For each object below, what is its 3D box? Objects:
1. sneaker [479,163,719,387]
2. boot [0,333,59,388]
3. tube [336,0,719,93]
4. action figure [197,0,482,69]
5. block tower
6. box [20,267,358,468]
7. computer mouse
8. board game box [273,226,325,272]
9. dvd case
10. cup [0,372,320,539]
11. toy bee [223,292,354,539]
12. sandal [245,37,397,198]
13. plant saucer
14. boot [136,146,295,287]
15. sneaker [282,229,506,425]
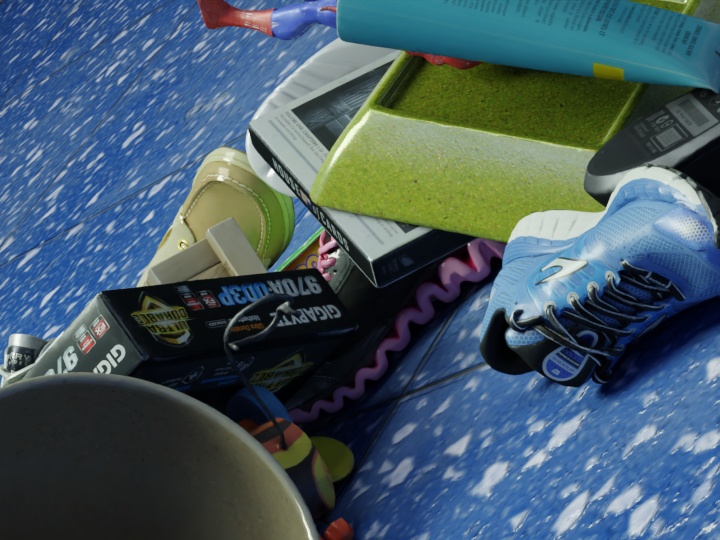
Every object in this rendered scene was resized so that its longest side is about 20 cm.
[{"bbox_3d":[0.120,0.014,1.252,0.200,0.078,0.089,-26,33,62],"label":"sneaker"},{"bbox_3d":[-0.194,0.083,1.481,0.073,0.096,0.200,0,8,28],"label":"boot"},{"bbox_3d":[0.089,-0.124,1.344,0.199,0.051,0.078,11,35,12],"label":"tube"},{"bbox_3d":[0.011,-0.144,1.424,0.199,0.052,0.066,12,44,23],"label":"action figure"},{"bbox_3d":[-0.100,0.043,1.549,0.058,0.054,0.200,-29,-15,-25],"label":"block tower"},{"bbox_3d":[-0.112,0.070,1.406,0.159,0.046,0.200,-46,-20,26],"label":"box"},{"bbox_3d":[0.204,-0.071,1.293,0.199,0.053,0.139,-28,17,8],"label":"computer mouse"},{"bbox_3d":[-0.025,-0.008,1.615,0.095,0.030,0.200,-43,-2,0],"label":"board game box"},{"bbox_3d":[0.058,-0.079,1.464,0.199,0.025,0.150,-27,43,-14],"label":"dvd case"},{"bbox_3d":[-0.132,0.171,1.269,0.201,0.199,0.144,-59,-4,-44],"label":"cup"},{"bbox_3d":[-0.057,0.114,1.365,0.131,0.109,0.200,-33,-17,-13],"label":"toy bee"},{"bbox_3d":[0.024,-0.113,1.561,0.207,0.079,0.059,-43,-11,-9],"label":"sandal"},{"bbox_3d":[0.096,-0.099,1.421,0.199,0.048,0.200,12,47,26],"label":"plant saucer"},{"bbox_3d":[-0.117,0.025,1.683,0.156,0.073,0.200,-55,-2,-34],"label":"boot"},{"bbox_3d":[0.000,0.000,1.506,0.200,0.095,0.079,-44,19,-1],"label":"sneaker"}]
